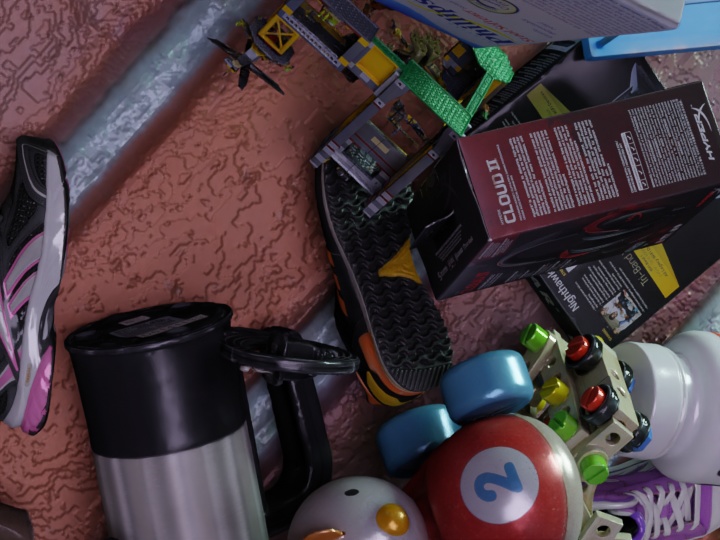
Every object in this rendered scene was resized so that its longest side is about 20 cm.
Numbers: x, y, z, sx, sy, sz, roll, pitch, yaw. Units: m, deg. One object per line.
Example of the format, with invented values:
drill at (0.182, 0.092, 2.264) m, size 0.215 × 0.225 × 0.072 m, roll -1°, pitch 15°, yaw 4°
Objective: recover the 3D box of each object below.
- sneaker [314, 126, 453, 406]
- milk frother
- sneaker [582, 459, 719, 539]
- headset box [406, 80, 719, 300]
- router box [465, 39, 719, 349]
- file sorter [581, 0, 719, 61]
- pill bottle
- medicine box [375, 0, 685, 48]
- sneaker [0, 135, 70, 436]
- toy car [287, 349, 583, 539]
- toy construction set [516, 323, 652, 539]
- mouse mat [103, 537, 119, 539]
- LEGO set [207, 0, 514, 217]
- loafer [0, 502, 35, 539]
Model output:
sneaker at (0.000, 0.000, 1.555) m, size 0.070 × 0.090 × 0.201 m, roll -9°, pitch 75°, yaw -29°
milk frother at (-0.088, 0.125, 1.474) m, size 0.180 × 0.200 × 0.189 m, roll -13°, pitch 102°, yaw -13°
sneaker at (0.209, 0.182, 1.623) m, size 0.199 × 0.114 × 0.073 m, roll -6°, pitch 98°, yaw -18°
headset box at (0.128, -0.049, 1.479) m, size 0.199 × 0.149 × 0.075 m, roll -14°, pitch 77°, yaw -16°
router box at (0.171, -0.062, 1.605) m, size 0.157 × 0.052 × 0.200 m, roll -38°, pitch 107°, yaw -8°
file sorter at (0.224, -0.263, 1.526) m, size 0.138 × 0.123 × 0.201 m, roll -7°, pitch 82°, yaw -18°
pill bottle at (0.274, 0.103, 1.618) m, size 0.199 × 0.111 × 0.112 m, roll 7°, pitch 96°, yaw -27°
medicine box at (0.121, -0.249, 1.414) m, size 0.103 × 0.200 × 0.183 m, roll 21°, pitch 78°, yaw -36°
sneaker at (-0.242, 0.008, 1.477) m, size 0.086 × 0.080 × 0.201 m, roll 7°, pitch 91°, yaw -7°
toy car at (0.028, 0.172, 1.448) m, size 0.199 × 0.177 × 0.185 m, roll -6°, pitch 67°, yaw -33°
toy construction set at (0.139, 0.117, 1.538) m, size 0.131 × 0.200 × 0.092 m, roll -42°, pitch 131°, yaw 19°
mouse mat at (-0.112, 0.282, 1.481) m, size 0.200 × 0.161 × 0.008 m, roll 37°, pitch 47°, yaw 15°
LEGO set at (-0.004, -0.135, 1.504) m, size 0.200 × 0.154 × 0.116 m, roll 38°, pitch 127°, yaw -17°
loafer at (-0.261, 0.182, 1.503) m, size 0.071 × 0.073 × 0.200 m, roll -45°, pitch 118°, yaw -11°
